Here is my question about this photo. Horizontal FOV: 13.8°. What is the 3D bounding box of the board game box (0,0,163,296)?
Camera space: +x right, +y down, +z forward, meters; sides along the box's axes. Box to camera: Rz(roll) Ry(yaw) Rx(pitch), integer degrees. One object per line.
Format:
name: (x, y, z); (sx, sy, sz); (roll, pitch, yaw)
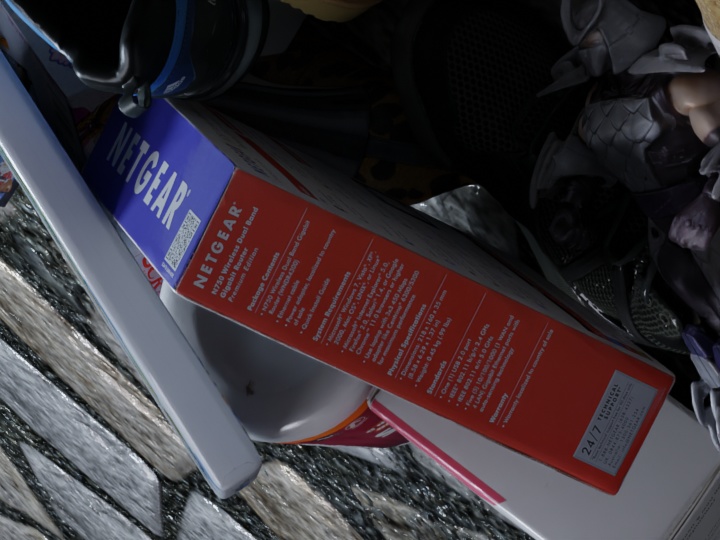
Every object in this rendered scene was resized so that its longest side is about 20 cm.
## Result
board game box: (-0.140, -0.086, 1.328); (0.200, 0.041, 0.200); (53, 165, 33)

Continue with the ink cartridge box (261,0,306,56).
ink cartridge box: (-0.115, -0.169, 1.190); (0.200, 0.083, 0.146); (38, -158, 18)

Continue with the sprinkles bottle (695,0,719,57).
sprinkles bottle: (0.161, -0.060, 0.984); (0.068, 0.068, 0.200); (22, 151, 48)

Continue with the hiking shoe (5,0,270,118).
hiking shoe: (-0.114, -0.144, 1.063); (0.200, 0.074, 0.087); (48, -155, 11)

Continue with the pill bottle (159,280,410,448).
pill bottle: (-0.005, 0.026, 1.345); (0.109, 0.110, 0.200); (37, -171, 19)

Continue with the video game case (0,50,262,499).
video game case: (-0.100, 0.000, 1.170); (0.200, 0.022, 0.182); (58, 175, 3)

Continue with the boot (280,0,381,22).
boot: (-0.009, -0.165, 0.969); (0.174, 0.066, 0.200); (16, 153, -27)

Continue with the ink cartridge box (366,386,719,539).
ink cartridge box: (0.104, 0.086, 1.303); (0.146, 0.083, 0.200); (36, 179, 22)

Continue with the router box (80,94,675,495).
router box: (0.000, 0.000, 1.091); (0.179, 0.049, 0.200); (25, -174, -18)

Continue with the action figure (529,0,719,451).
action figure: (0.119, -0.014, 1.071); (0.201, 0.069, 0.130); (64, 166, -12)

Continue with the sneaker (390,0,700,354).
sneaker: (0.096, -0.038, 1.160); (0.114, 0.076, 0.200); (15, 149, 52)

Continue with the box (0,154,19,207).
box: (-0.247, -0.091, 1.255); (0.199, 0.038, 0.137); (3, -136, -47)

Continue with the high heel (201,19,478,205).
high heel: (0.002, -0.065, 1.284); (0.142, 0.072, 0.200); (12, -168, 9)
